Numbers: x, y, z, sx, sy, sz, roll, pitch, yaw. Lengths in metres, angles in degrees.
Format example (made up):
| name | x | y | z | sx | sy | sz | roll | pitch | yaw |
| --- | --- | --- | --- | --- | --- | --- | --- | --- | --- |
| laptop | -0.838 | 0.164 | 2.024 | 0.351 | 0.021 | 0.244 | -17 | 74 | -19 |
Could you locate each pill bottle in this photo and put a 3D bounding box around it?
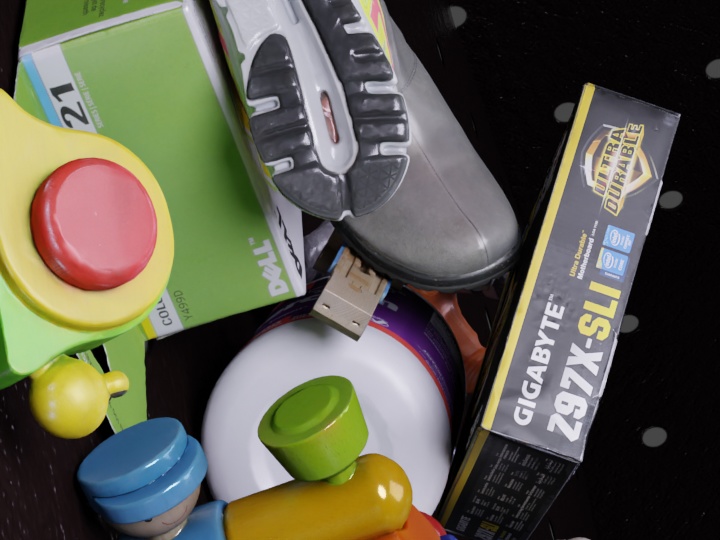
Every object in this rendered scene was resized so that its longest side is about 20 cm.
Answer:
| name | x | y | z | sx | sy | sz | roll | pitch | yaw |
| --- | --- | --- | --- | --- | --- | --- | --- | --- | --- |
| pill bottle | -0.007 | 0.064 | 1.054 | 0.200 | 0.111 | 0.113 | -59 | 133 | -80 |

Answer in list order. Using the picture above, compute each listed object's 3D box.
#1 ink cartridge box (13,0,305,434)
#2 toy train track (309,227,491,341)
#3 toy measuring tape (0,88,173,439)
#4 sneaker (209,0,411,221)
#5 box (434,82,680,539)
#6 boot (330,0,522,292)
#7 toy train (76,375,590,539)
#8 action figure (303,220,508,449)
| name | x | y | z | sx | sy | sz | roll | pitch | yaw |
| --- | --- | --- | --- | --- | --- | --- | --- | --- | --- |
| ink cartridge box | -0.077 | -0.034 | 0.882 | 0.201 | 0.075 | 0.149 | -96 | 168 | -55 |
| toy train track | 0.000 | 0.000 | 1.005 | 0.114 | 0.033 | 0.200 | 30 | 16 | -1 |
| toy measuring tape | -0.103 | -0.045 | 0.720 | 0.074 | 0.073 | 0.202 | 38 | 39 | -77 |
| sneaker | -0.030 | -0.114 | 0.874 | 0.090 | 0.077 | 0.202 | 76 | 4 | -85 |
| box | 0.085 | 0.028 | 1.000 | 0.200 | 0.049 | 0.161 | 101 | 8 | -72 |
| boot | -0.001 | -0.093 | 0.948 | 0.200 | 0.067 | 0.131 | 53 | -19 | 32 |
| toy train | 0.005 | 0.086 | 0.794 | 0.085 | 0.198 | 0.116 | -90 | 158 | -63 |
| action figure | 0.038 | 0.029 | 1.236 | 0.193 | 0.105 | 0.200 | 20 | -24 | 46 |
